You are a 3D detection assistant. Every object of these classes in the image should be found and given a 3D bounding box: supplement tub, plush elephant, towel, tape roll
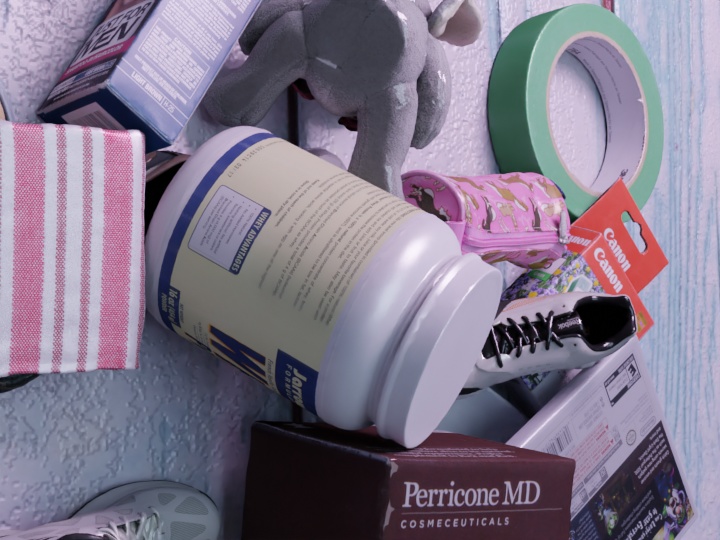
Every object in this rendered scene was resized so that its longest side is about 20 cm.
[{"bbox_3d":[-0.024,0.010,0.785,0.145,0.198,0.146,-51,158,-30],"label":"supplement tub"},{"bbox_3d":[0.003,-0.162,0.900,0.202,0.163,0.155,-66,172,15],"label":"plush elephant"},{"bbox_3d":[-0.217,-0.013,0.703,0.198,0.030,0.149,0,96,-31],"label":"towel"},{"bbox_3d":[0.200,-0.138,1.123,0.199,0.048,0.204,5,82,-41],"label":"tape roll"}]

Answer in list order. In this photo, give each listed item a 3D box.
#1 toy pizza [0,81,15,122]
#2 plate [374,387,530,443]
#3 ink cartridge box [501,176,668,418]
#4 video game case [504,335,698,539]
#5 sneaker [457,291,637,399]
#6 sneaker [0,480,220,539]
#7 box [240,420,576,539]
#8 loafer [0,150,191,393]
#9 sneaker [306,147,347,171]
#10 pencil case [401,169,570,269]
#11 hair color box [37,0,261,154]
[{"bbox_3d":[-0.283,-0.071,0.703,0.198,0.031,0.204,4,83,-41],"label":"toy pizza"},{"bbox_3d":[0.043,0.165,0.967,0.199,0.032,0.202,38,63,-31],"label":"plate"},{"bbox_3d":[0.196,0.026,1.065,0.200,0.050,0.109,-44,116,-14],"label":"ink cartridge box"},{"bbox_3d":[0.198,0.178,1.008,0.199,0.023,0.184,-35,108,-41],"label":"video game case"},{"bbox_3d":[0.125,0.048,0.955,0.197,0.080,0.075,-12,80,-23],"label":"sneaker"},{"bbox_3d":[-0.148,0.179,0.744,0.199,0.115,0.077,-9,92,-41],"label":"sneaker"},{"bbox_3d":[0.024,0.213,0.819,0.164,0.163,0.203,6,88,-35],"label":"box"},{"bbox_3d":[-0.172,-0.008,0.774,0.072,0.062,0.201,51,56,-24],"label":"loafer"},{"bbox_3d":[0.000,0.000,0.898,0.074,0.082,0.203,-5,73,-40],"label":"sneaker"},{"bbox_3d":[0.092,-0.037,0.966,0.199,0.086,0.084,-4,73,-55],"label":"pencil case"},{"bbox_3d":[-0.121,-0.168,0.809,0.060,0.099,0.202,42,60,-28],"label":"hair color box"}]
